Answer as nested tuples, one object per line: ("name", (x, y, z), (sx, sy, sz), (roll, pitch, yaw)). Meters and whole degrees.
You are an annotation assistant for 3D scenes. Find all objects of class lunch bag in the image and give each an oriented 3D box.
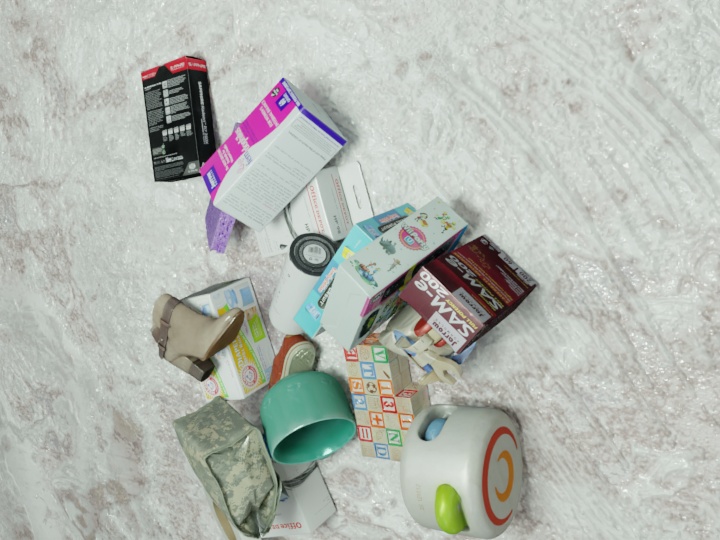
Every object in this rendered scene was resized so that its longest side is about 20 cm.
("lunch bag", (-0.219, 0.344, 1.221), (0.164, 0.117, 0.200), (18, 130, 56))

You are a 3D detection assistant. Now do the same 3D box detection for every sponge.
("sponge", (-0.226, -0.140, 1.217), (0.112, 0.030, 0.200), (-112, 38, -49))

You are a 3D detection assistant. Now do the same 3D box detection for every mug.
("mug", (-0.100, 0.253, 1.221), (0.185, 0.152, 0.115), (-60, 42, 41))

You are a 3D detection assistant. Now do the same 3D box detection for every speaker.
("speaker", (-0.095, 0.026, 1.147), (0.081, 0.081, 0.200), (46, 147, 14))

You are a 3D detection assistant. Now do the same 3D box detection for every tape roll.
("tape roll", (-0.256, 0.500, 1.425), (0.203, 0.037, 0.203), (42, 145, 39))

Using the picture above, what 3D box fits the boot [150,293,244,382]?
("boot", (-0.289, 0.093, 1.210), (0.146, 0.070, 0.200), (44, 120, 15))

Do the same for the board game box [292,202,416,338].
("board game box", (0.000, 0.000, 1.070), (0.047, 0.151, 0.200), (44, 124, 14))

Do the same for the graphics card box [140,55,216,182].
("graphics card box", (-0.319, -0.262, 1.250), (0.125, 0.051, 0.201), (-5, 92, 35))

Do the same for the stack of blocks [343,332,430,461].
("stack of blocks", (0.048, 0.206, 1.162), (0.115, 0.059, 0.200), (-3, 103, 35))

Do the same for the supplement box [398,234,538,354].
("supplement box", (0.149, 0.025, 0.946), (0.109, 0.200, 0.061), (44, 123, 14))

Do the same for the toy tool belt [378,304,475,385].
("toy tool belt", (0.114, 0.104, 1.014), (0.123, 0.200, 0.125), (43, 82, -8))

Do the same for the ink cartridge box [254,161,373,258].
("ink cartridge box", (-0.085, -0.097, 1.148), (0.200, 0.067, 0.116), (-12, 97, 36))

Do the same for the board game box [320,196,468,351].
("board game box", (0.045, 0.004, 0.986), (0.064, 0.200, 0.148), (43, 147, 15))

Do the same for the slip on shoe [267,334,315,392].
("slip on shoe", (-0.133, 0.194, 1.283), (0.061, 0.074, 0.200), (53, 134, 42))

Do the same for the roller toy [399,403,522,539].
("roller toy", (0.147, 0.293, 1.049), (0.140, 0.200, 0.183), (-3, 68, 34))

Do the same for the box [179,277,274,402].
("box", (-0.243, 0.128, 1.301), (0.101, 0.112, 0.200), (-12, 99, 35))

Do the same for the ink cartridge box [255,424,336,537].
("ink cartridge box", (-0.156, 0.393, 1.345), (0.146, 0.086, 0.200), (-22, 90, 37))

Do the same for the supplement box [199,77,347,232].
("supplement box", (-0.135, -0.173, 1.079), (0.200, 0.103, 0.101), (-45, 46, 14))
